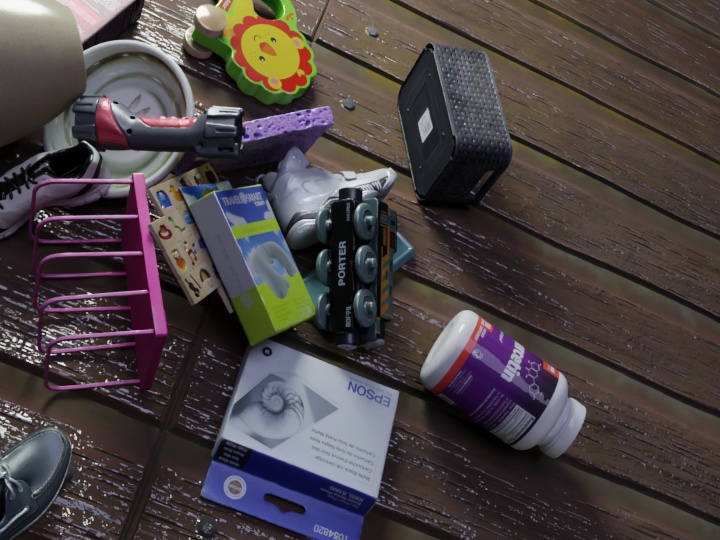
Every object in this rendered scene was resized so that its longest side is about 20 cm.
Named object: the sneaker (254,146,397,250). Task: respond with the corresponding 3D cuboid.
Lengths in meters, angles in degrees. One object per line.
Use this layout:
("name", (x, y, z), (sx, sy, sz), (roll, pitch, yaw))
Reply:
("sneaker", (-0.045, -0.117, 1.331), (0.199, 0.075, 0.115), (-31, 79, -32))

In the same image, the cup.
("cup", (-0.402, -0.247, 1.160), (0.141, 0.201, 0.202), (-14, 67, -24))

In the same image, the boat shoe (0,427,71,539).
("boat shoe", (-0.356, 0.228, 0.984), (0.073, 0.062, 0.200), (39, 52, 2))

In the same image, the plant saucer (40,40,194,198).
("plant saucer", (-0.297, -0.184, 1.242), (0.197, 0.050, 0.203), (-2, 79, 8))

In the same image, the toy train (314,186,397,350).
("toy train", (0.000, 0.000, 1.240), (0.113, 0.084, 0.203), (17, 70, -57))

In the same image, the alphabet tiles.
("alphabet tiles", (-0.178, -0.033, 1.165), (0.169, 0.007, 0.200), (62, 22, -7))

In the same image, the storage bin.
("storage bin", (0.131, -0.209, 1.430), (0.092, 0.135, 0.202), (4, 59, -23))

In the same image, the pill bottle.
("pill bottle", (0.180, 0.147, 1.249), (0.199, 0.113, 0.113), (34, 52, -2))

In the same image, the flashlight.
("flashlight", (-0.236, -0.172, 1.175), (0.197, 0.069, 0.068), (1, 25, 5))

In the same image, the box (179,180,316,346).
("box", (-0.130, -0.020, 1.187), (0.202, 0.047, 0.122), (66, 23, 2))

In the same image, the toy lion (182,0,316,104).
("toy lion", (-0.146, -0.338, 1.437), (0.190, 0.069, 0.202), (28, 52, -16))

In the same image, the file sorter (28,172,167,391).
("file sorter", (-0.295, 0.016, 1.098), (0.124, 0.139, 0.202), (-3, 61, -22))

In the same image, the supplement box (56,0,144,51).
("supplement box", (-0.387, -0.336, 1.319), (0.108, 0.061, 0.201), (37, 53, -1))

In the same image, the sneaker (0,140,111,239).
("sneaker", (-0.387, -0.098, 1.145), (0.198, 0.080, 0.074), (-26, 76, -17))

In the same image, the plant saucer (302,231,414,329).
("plant saucer", (-0.007, -0.001, 1.315), (0.070, 0.019, 0.199), (47, 52, 7))

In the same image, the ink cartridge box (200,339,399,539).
("ink cartridge box", (-0.064, 0.196, 1.151), (0.197, 0.041, 0.202), (22, 54, -11))

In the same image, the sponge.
("sponge", (-0.139, -0.165, 1.295), (0.198, 0.111, 0.030), (-16, 82, -31))
